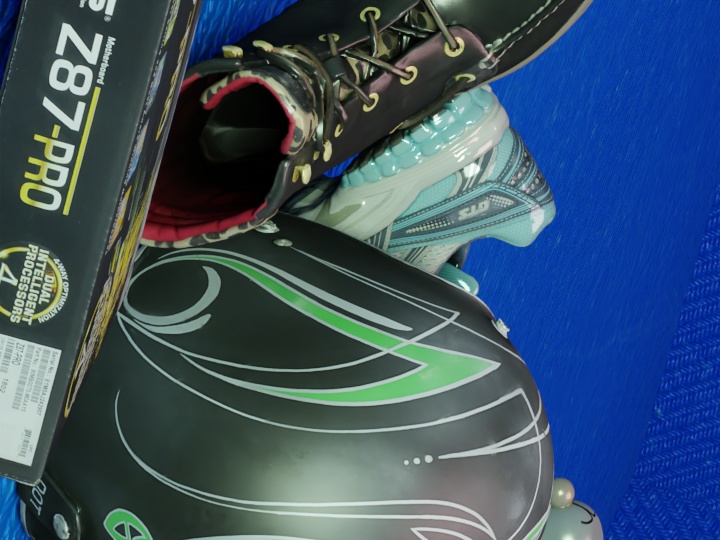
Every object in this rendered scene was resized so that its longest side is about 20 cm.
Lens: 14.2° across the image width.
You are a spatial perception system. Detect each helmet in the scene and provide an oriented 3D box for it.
[{"bbox_3d":[-0.020,0.083,1.172,0.200,0.190,0.200,-60,168,-22],"label":"helmet"}]

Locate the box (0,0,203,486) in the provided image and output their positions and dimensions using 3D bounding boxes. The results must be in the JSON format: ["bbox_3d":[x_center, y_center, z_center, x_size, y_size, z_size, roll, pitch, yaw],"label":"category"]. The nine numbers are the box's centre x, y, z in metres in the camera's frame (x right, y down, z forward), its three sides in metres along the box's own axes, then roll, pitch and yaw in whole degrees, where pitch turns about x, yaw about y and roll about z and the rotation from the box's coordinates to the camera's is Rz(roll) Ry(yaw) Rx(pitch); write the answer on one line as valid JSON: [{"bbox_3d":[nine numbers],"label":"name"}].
[{"bbox_3d":[-0.086,-0.054,0.928,0.161,0.049,0.201,-82,-172,-69],"label":"box"}]

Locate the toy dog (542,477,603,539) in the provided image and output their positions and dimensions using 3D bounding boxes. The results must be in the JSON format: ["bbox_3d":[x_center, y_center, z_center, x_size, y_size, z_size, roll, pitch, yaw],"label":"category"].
[{"bbox_3d":[0.026,0.112,1.559,0.132,0.199,0.097,-108,-165,-67],"label":"toy dog"}]

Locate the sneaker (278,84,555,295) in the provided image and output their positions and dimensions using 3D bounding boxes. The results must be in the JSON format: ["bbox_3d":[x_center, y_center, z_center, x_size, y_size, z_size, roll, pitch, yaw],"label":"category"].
[{"bbox_3d":[0.000,0.000,1.248,0.200,0.086,0.078,-35,-169,35],"label":"sneaker"}]

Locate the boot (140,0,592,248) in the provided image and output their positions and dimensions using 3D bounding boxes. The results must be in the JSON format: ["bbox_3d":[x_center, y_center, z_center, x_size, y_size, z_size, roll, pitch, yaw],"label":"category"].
[{"bbox_3d":[-0.003,-0.080,1.112,0.199,0.073,0.151,-25,-173,30],"label":"boot"}]
